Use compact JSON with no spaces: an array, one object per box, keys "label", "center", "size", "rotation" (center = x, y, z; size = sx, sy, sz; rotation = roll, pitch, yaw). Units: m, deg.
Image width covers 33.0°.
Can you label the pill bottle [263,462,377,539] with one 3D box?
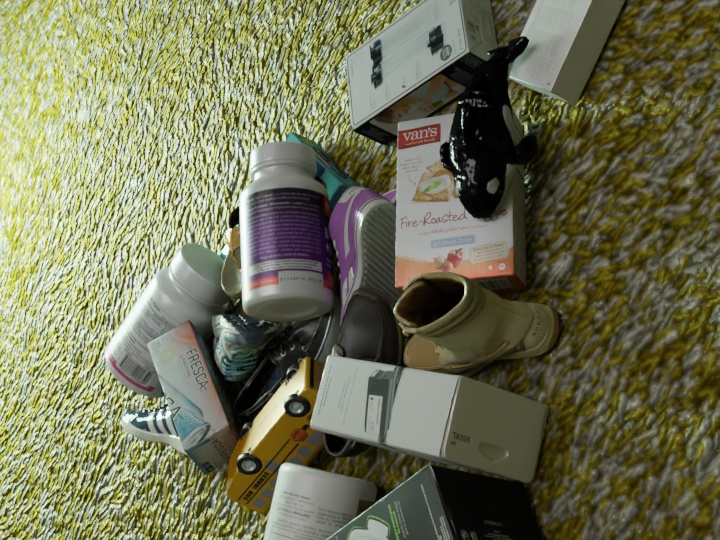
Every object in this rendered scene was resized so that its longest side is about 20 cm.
[{"label":"pill bottle","center":[-0.056,0.323,1.347],"size":[0.114,0.114,0.201],"rotation":[3,77,49]}]

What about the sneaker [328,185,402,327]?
[{"label":"sneaker","center":[0.001,0.000,1.432],"size":[0.114,0.072,0.202],"rotation":[37,123,58]}]

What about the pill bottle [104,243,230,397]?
[{"label":"pill bottle","center":[-0.259,0.068,1.683],"size":[0.200,0.113,0.114],"rotation":[-52,43,20]}]

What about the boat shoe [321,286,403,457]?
[{"label":"boat shoe","center":[-0.002,0.120,1.354],"size":[0.074,0.073,0.201],"rotation":[11,107,25]}]

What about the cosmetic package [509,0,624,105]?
[{"label":"cosmetic package","center":[0.236,-0.286,1.311],"size":[0.082,0.050,0.201],"rotation":[34,101,52]}]

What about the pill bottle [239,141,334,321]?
[{"label":"pill bottle","center":[-0.090,-0.048,1.471],"size":[0.111,0.111,0.201],"rotation":[-20,66,43]}]

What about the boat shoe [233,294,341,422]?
[{"label":"boat shoe","center":[-0.090,0.112,1.516],"size":[0.201,0.056,0.069],"rotation":[-59,41,14]}]

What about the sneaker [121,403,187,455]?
[{"label":"sneaker","center":[-0.246,0.199,1.651],"size":[0.199,0.075,0.085],"rotation":[9,83,40]}]

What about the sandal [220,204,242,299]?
[{"label":"sandal","center":[-0.141,-0.063,1.574],"size":[0.080,0.054,0.201],"rotation":[27,96,50]}]

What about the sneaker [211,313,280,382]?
[{"label":"sneaker","center":[-0.147,0.100,1.551],"size":[0.200,0.077,0.087],"rotation":[165,108,-78]}]

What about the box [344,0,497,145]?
[{"label":"box","center":[0.071,-0.252,1.478],"size":[0.200,0.060,0.117],"rotation":[-30,54,38]}]

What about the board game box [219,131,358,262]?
[{"label":"board game box","center":[-0.092,-0.058,1.596],"size":[0.201,0.047,0.151],"rotation":[-58,42,15]}]

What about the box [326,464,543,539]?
[{"label":"box","center":[0.066,0.300,1.191],"size":[0.200,0.148,0.125],"rotation":[-41,50,30]}]

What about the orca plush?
[{"label":"orca plush","center":[0.134,-0.161,1.276],"size":[0.105,0.071,0.201],"rotation":[18,78,27]}]

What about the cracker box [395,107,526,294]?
[{"label":"cracker box","center":[0.109,-0.073,1.328],"size":[0.133,0.058,0.201],"rotation":[-7,67,21]}]

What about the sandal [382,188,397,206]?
[{"label":"sandal","center":[0.062,-0.066,1.420],"size":[0.202,0.050,0.083],"rotation":[-5,71,46]}]

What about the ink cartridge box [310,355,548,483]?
[{"label":"ink cartridge box","center":[0.070,0.151,1.250],"size":[0.199,0.144,0.085],"rotation":[5,78,49]}]

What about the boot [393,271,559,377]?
[{"label":"boot","center":[0.084,0.060,1.262],"size":[0.199,0.155,0.073],"rotation":[-16,63,44]}]

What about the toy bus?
[{"label":"toy bus","center":[-0.091,0.198,1.449],"size":[0.200,0.078,0.065],"rotation":[-51,20,27]}]

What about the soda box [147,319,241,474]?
[{"label":"soda box","center":[-0.211,0.160,1.563],"size":[0.068,0.064,0.200],"rotation":[-30,45,0]}]
